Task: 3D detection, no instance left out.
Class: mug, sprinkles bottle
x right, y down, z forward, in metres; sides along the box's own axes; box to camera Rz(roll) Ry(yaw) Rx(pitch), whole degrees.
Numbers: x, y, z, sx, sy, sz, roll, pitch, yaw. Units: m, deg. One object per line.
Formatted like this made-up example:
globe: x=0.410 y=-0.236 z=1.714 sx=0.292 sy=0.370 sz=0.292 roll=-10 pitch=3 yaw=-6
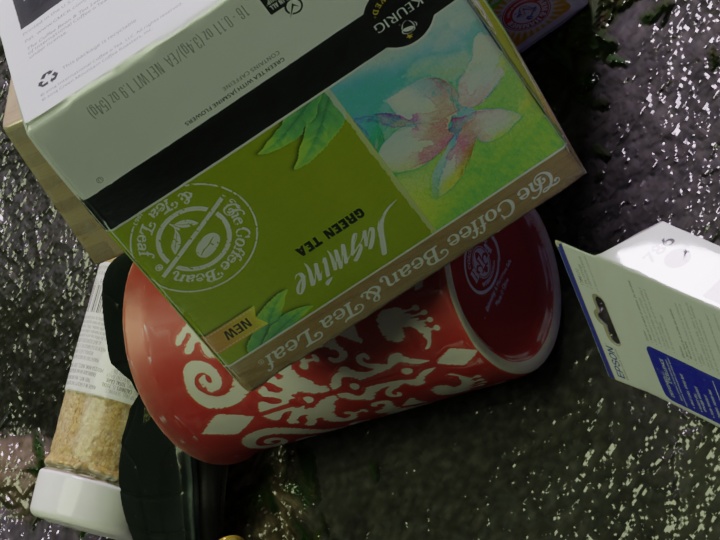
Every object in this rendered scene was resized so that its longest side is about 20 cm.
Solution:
mug: x=-0.007 y=0.000 z=1.447 sx=0.200 sy=0.133 sz=0.178 roll=-14 pitch=67 yaw=36
sprinkles bottle: x=-0.132 y=0.053 z=1.583 sx=0.068 sy=0.068 sz=0.200 roll=8 pitch=80 yaw=44

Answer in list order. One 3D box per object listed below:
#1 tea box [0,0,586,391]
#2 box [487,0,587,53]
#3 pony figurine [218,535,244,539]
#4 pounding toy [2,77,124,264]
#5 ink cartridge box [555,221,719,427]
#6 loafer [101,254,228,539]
tea box: x=-0.035 y=-0.088 z=1.312 sx=0.200 sy=0.197 sz=0.134 roll=-34 pitch=36 yaw=8
box: x=0.014 y=-0.191 z=1.442 sx=0.101 sy=0.200 sz=0.113 roll=-34 pitch=52 yaw=20
pony figurine: x=-0.078 y=0.257 z=1.348 sx=0.193 sy=0.167 sz=0.200 roll=-39 pitch=46 yaw=5
pounding toy: x=-0.104 y=-0.097 z=1.509 sx=0.200 sy=0.142 sz=0.184 roll=-22 pitch=34 yaw=16
ink cartridge box: x=0.182 y=0.039 z=1.271 sx=0.039 sy=0.099 sz=0.200 roll=-43 pitch=42 yaw=-21
loafer: x=-0.091 y=0.086 z=1.530 sx=0.073 sy=0.072 sz=0.200 roll=4 pitch=99 yaw=52
